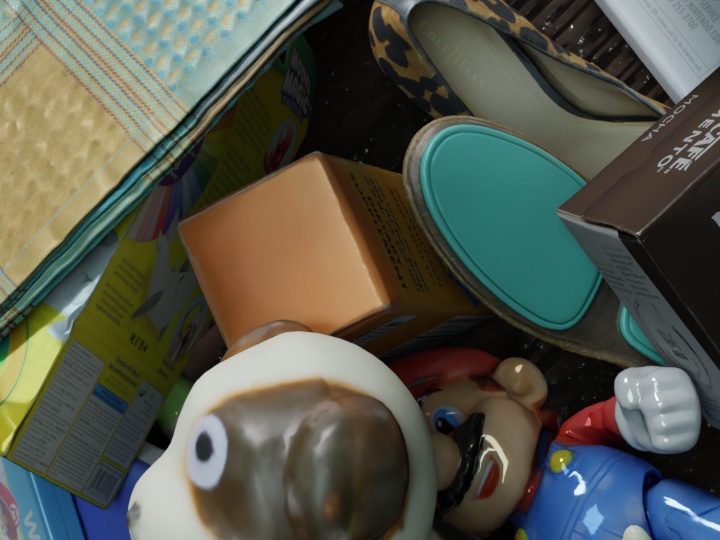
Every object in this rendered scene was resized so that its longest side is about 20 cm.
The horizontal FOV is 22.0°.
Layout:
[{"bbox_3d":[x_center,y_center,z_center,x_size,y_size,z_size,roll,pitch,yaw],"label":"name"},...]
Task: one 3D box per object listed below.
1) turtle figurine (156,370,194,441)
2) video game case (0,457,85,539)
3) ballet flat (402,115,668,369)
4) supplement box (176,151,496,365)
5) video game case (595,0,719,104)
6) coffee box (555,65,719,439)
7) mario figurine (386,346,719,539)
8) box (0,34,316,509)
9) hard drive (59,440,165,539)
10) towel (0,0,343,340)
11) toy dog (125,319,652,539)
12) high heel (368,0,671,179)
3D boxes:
[{"bbox_3d":[-0.114,-0.011,0.842,0.193,0.200,0.145,36,74,-6],"label":"turtle figurine"},{"bbox_3d":[-0.177,0.142,0.825,0.199,0.018,0.145,-28,77,47],"label":"video game case"},{"bbox_3d":[0.093,0.003,0.756,0.199,0.072,0.068,27,84,-16],"label":"ballet flat"},{"bbox_3d":[0.000,0.000,0.742,0.068,0.200,0.067,-27,82,13],"label":"supplement box"},{"bbox_3d":[0.190,-0.140,0.769,0.181,0.023,0.201,-36,79,-1],"label":"video game case"},{"bbox_3d":[0.181,0.022,0.699,0.113,0.080,0.201,-41,107,-6],"label":"coffee box"},{"bbox_3d":[0.070,0.095,0.721,0.199,0.106,0.124,26,64,32],"label":"mario figurine"},{"bbox_3d":[-0.082,-0.017,0.697,0.048,0.117,0.201,26,80,16],"label":"box"},{"bbox_3d":[-0.128,0.124,0.801,0.199,0.025,0.134,18,112,44],"label":"hard drive"},{"bbox_3d":[-0.114,-0.068,0.653,0.200,0.022,0.147,-45,56,4],"label":"towel"},{"bbox_3d":[0.003,0.116,0.617,0.193,0.140,0.201,-29,115,2],"label":"toy dog"},{"bbox_3d":[0.091,-0.050,0.749,0.199,0.142,0.072,35,95,14],"label":"high heel"}]
